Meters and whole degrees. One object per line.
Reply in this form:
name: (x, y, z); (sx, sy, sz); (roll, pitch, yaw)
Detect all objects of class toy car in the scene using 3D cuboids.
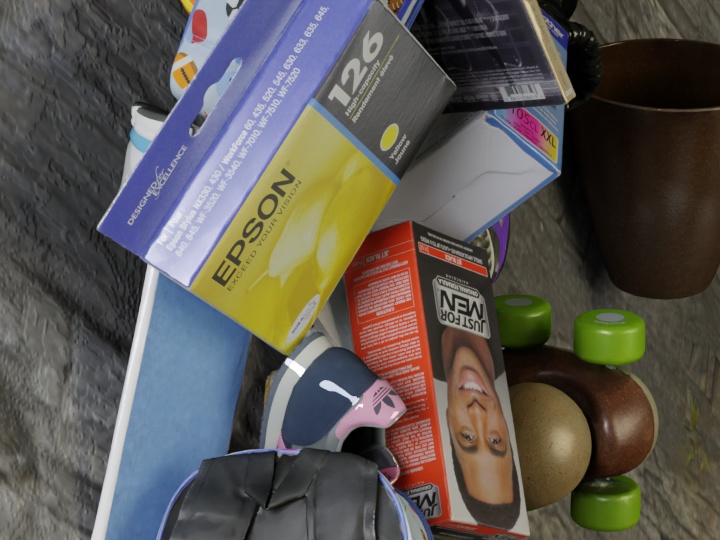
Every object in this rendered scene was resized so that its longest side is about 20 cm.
toy car: (0.115, 0.125, 1.714); (0.200, 0.158, 0.164); (-21, 115, -53)

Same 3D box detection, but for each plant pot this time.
plant pot: (0.272, -0.084, 2.057); (0.187, 0.187, 0.200); (-47, 141, -57)

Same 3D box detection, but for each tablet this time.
tablet: (-0.106, 0.073, 1.357); (0.130, 0.014, 0.200); (10, 93, -63)

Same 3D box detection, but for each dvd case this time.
dvd case: (0.045, -0.192, 1.464); (0.016, 0.149, 0.200); (-39, 114, -33)

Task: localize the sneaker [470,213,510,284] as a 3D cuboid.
sneaker: (0.079, -0.076, 1.765); (0.100, 0.069, 0.200); (4, 85, -71)

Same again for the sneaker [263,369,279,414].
sneaker: (0.008, 0.108, 1.549); (0.200, 0.090, 0.075); (30, 59, -59)

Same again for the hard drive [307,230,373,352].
hard drive: (0.000, 0.000, 1.574); (0.132, 0.026, 0.200); (57, 30, -2)

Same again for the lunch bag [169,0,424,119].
lunch bag: (-0.022, -0.161, 1.375); (0.200, 0.076, 0.160); (-62, 150, 0)

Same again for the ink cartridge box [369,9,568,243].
ink cartridge box: (0.074, -0.114, 1.621); (0.076, 0.136, 0.200); (38, 35, -24)

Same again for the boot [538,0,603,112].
boot: (0.143, -0.190, 1.807); (0.158, 0.079, 0.211); (47, 21, 27)

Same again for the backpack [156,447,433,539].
backpack: (-0.036, 0.201, 1.337); (0.154, 0.200, 0.191); (45, 49, -74)

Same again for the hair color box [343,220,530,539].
hair color box: (0.048, 0.077, 1.497); (0.101, 0.061, 0.200); (18, 60, -54)

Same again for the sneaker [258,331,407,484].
sneaker: (-0.018, 0.131, 1.433); (0.070, 0.082, 0.200); (-44, 154, -35)

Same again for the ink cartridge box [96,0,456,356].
ink cartridge box: (-0.039, -0.066, 1.313); (0.198, 0.047, 0.200); (-57, 155, -2)

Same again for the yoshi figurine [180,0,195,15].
yoshi figurine: (-0.045, -0.173, 1.461); (0.200, 0.112, 0.112); (25, 54, -71)

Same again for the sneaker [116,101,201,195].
sneaker: (-0.099, -0.041, 1.403); (0.200, 0.075, 0.087); (20, 93, -65)
